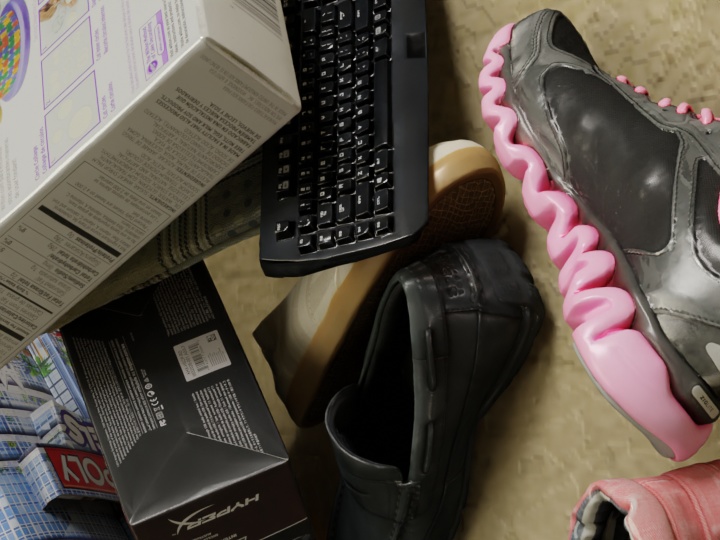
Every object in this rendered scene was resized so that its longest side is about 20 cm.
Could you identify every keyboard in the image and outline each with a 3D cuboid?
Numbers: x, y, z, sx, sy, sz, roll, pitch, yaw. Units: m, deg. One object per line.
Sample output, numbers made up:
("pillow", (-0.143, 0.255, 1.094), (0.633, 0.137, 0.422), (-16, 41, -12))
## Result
("keyboard", (-0.024, -0.086, 0.853), (0.103, 0.040, 0.201), (-18, 48, 20))

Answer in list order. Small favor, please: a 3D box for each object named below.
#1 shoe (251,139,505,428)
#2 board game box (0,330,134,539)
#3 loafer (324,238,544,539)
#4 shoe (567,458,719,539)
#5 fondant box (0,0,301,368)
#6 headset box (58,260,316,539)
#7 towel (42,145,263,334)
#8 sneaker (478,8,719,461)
("shoe", (0.000, 0.000, 0.891), (0.054, 0.070, 0.200), (56, 143, 18))
("board game box", (-0.144, 0.125, 1.075), (0.062, 0.200, 0.201), (-38, 67, 13))
("loafer", (0.014, 0.068, 0.875), (0.068, 0.070, 0.202), (59, 142, 39))
("shoe", (0.113, 0.163, 0.694), (0.071, 0.090, 0.202), (9, 101, 59))
("fondant box", (-0.120, -0.068, 0.858), (0.199, 0.058, 0.145), (-38, 40, 24))
("headset box", (-0.066, 0.112, 0.943), (0.201, 0.074, 0.149), (75, 171, -45))
("towel", (-0.085, -0.068, 0.932), (0.198, 0.035, 0.194), (-23, 47, 17))
("sneaker", (0.107, -0.030, 0.723), (0.095, 0.079, 0.201), (-35, 46, 18))
